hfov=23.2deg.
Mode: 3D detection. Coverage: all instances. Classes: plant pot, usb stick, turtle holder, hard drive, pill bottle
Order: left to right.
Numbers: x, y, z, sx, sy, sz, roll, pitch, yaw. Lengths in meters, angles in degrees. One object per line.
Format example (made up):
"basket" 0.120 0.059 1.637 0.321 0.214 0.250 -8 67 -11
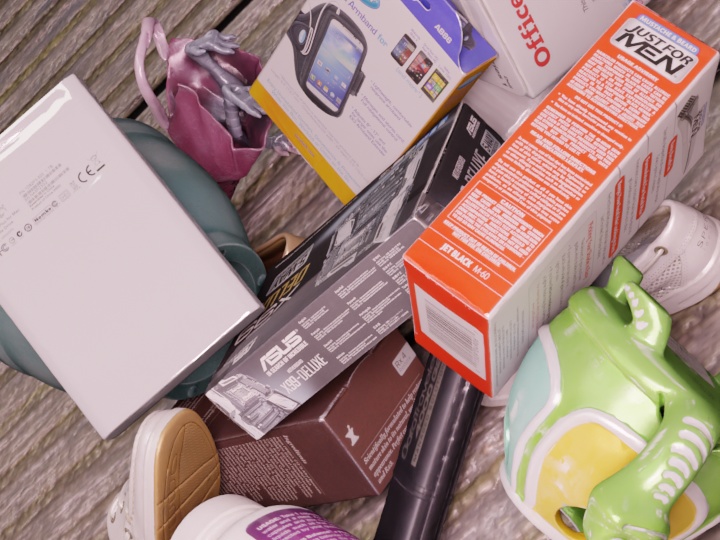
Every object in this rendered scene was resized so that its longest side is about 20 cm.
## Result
"hard drive" -0.173 -0.010 1.133 0.132 0.026 0.200 -40 79 3
"plant pot" -0.151 0.010 1.225 0.134 0.200 0.201 28 86 34
"pill bottle" -0.032 0.209 1.059 0.200 0.112 0.112 24 82 48
"usb stick" 0.050 0.093 1.087 0.055 0.033 0.200 -142 66 -66
"turtle holder" 0.148 0.093 0.921 0.132 0.141 0.186 -48 35 11

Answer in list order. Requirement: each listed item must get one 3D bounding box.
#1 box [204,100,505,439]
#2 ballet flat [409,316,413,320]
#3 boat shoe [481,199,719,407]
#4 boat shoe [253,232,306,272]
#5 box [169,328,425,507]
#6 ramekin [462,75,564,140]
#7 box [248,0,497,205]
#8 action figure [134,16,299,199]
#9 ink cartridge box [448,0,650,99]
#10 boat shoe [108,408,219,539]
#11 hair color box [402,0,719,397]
"box" 0.000 0.000 1.112 0.200 0.050 0.158 -40 14 32
"ballet flat" 0.106 -0.036 1.145 0.200 0.065 0.071 -45 31 14
"boat shoe" 0.129 0.014 1.072 0.200 0.069 0.071 -35 39 28
"boat shoe" -0.099 0.023 1.347 0.200 0.069 0.074 -31 42 33
"box" -0.051 0.107 1.193 0.200 0.075 0.100 -18 26 45
"ramekin" 0.054 -0.158 1.279 0.202 0.094 0.203 -31 42 32
"box" 0.009 -0.137 1.164 0.041 0.119 0.200 -34 -9 -40
"action figure" -0.127 -0.081 1.396 0.200 0.149 0.134 111 173 -47
"ink cartridge box" 0.132 -0.232 1.144 0.200 0.145 0.084 -40 32 -13
"boat shoe" -0.138 0.167 1.166 0.069 0.200 0.071 22 42 25
"hair color box" 0.111 -0.038 0.962 0.064 0.111 0.200 37 72 21
